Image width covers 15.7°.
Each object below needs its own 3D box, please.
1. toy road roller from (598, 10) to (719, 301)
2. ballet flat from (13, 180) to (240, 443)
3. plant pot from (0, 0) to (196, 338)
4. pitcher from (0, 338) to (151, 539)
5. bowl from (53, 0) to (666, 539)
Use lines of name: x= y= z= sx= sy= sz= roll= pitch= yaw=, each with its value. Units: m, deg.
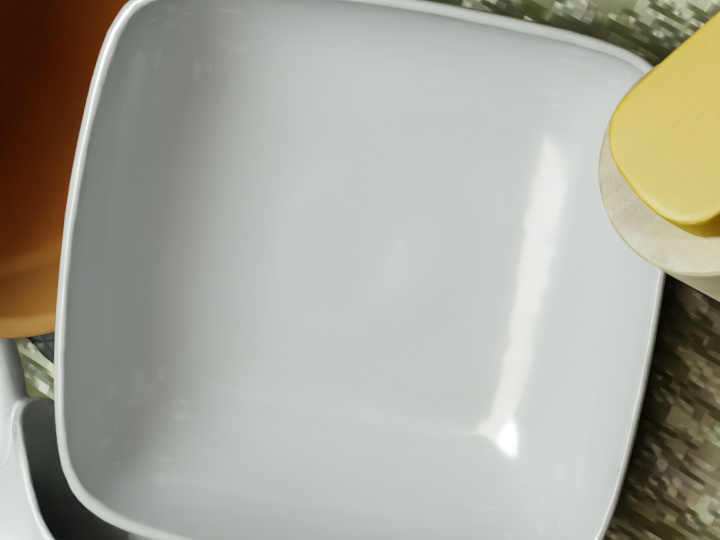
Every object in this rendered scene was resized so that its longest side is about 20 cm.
toy road roller: x=0.143 y=-0.097 z=0.806 sx=0.200 sy=0.123 sz=0.146 roll=-44 pitch=65 yaw=12
ballet flat: x=-0.067 y=0.046 z=0.983 sx=0.200 sy=0.066 sz=0.057 roll=49 pitch=155 yaw=12
plant pot: x=-0.144 y=-0.093 z=0.918 sx=0.140 sy=0.200 sz=0.201 roll=25 pitch=110 yaw=42
pitcher: x=-0.178 y=0.117 z=1.002 sx=0.200 sy=0.121 sz=0.172 roll=-35 pitch=90 yaw=19
bowl: x=0.000 y=0.000 z=0.896 sx=0.199 sy=0.075 sz=0.200 roll=8 pitch=104 yaw=-1
